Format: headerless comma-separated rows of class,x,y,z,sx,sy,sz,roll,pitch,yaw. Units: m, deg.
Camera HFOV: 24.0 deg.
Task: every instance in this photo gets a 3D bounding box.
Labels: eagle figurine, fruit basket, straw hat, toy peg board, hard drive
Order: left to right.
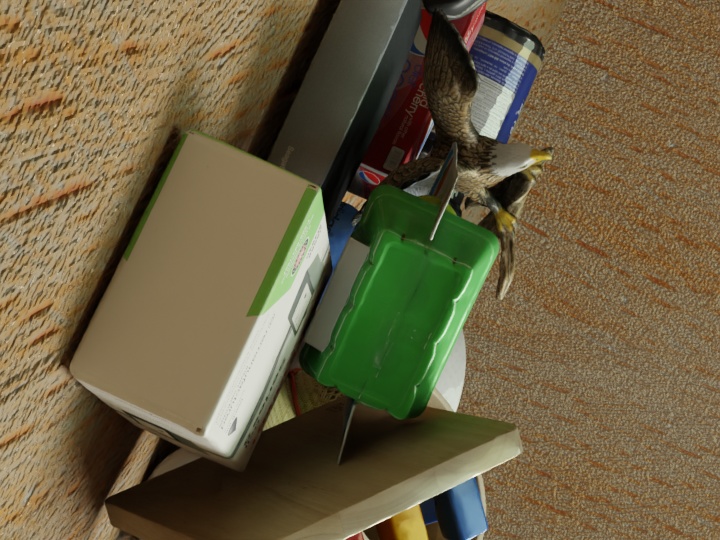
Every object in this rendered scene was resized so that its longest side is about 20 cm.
toy peg board,-0.024,0.165,1.059,0.199,0.200,0.098,-21,103,-28
straw hat,-0.017,0.108,1.248,0.085,0.202,0.201,-25,176,6
hard drive,-0.011,-0.119,1.153,0.135,0.042,0.201,79,35,-78
fruit basket,0.018,0.011,1.097,0.200,0.093,0.186,-97,-149,-74
eagle figurine,0.071,-0.091,1.275,0.151,0.152,0.200,-33,143,25

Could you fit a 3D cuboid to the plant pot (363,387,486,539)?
plant pot,-0.023,0.202,1.477,0.183,0.201,0.201,-29,-162,36

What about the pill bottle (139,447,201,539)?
pill bottle,-0.092,0.178,1.272,0.200,0.112,0.113,15,98,-83

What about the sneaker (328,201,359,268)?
sneaker,-0.001,0.001,1.394,0.200,0.111,0.077,93,22,-71

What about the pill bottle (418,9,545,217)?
pill bottle,0.088,-0.142,1.605,0.112,0.111,0.201,43,70,-83

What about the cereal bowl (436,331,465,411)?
cereal bowl,0.013,0.102,1.713,0.200,0.083,0.201,-26,-124,46

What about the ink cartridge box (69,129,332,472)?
ink cartridge box,-0.082,0.025,0.965,0.200,0.084,0.146,82,32,-78

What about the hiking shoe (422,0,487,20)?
hiking shoe,0.087,-0.295,1.313,0.100,0.076,0.201,16,103,-50

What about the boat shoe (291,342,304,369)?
boat shoe,-0.045,0.076,1.482,0.201,0.066,0.072,0,112,-82

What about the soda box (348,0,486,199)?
soda box,0.040,-0.155,1.397,0.070,0.063,0.201,94,20,-69
